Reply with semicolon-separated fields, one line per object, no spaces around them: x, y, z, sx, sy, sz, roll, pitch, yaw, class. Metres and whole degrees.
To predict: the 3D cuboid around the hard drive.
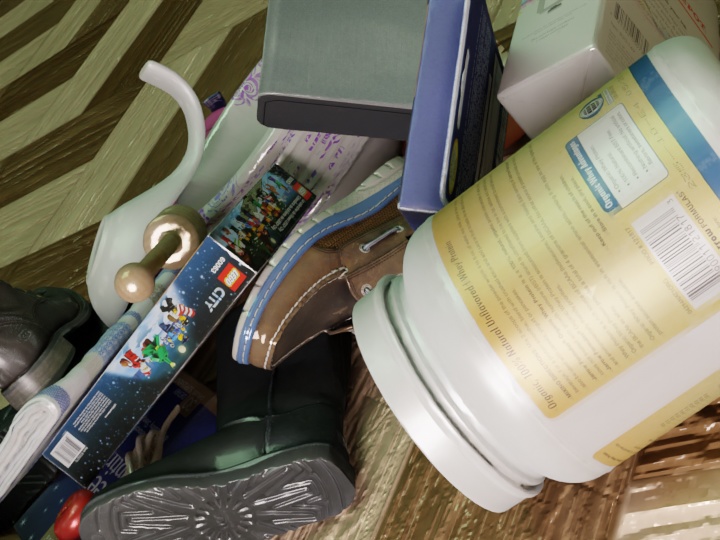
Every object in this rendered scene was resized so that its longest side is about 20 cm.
0.005;-0.171;0.984;0.033;0.139;0.200;98;175;-48;hard drive

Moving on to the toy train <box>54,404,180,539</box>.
-0.166;0.185;0.895;0.116;0.085;0.200;-43;19;38;toy train

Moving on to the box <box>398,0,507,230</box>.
0.054;-0.076;0.798;0.032;0.200;0.121;7;80;11;box

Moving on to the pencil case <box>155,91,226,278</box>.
-0.125;-0.054;1.193;0.094;0.091;0.200;-28;31;40;pencil case

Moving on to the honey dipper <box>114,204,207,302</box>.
-0.125;-0.009;0.870;0.038;0.038;0.200;-41;6;8;honey dipper

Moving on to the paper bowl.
-0.045;-0.087;1.072;0.201;0.104;0.201;-47;20;23;paper bowl

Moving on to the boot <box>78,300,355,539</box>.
-0.084;0.087;0.891;0.164;0.066;0.200;-12;34;4;boot

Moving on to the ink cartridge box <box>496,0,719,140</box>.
0.153;-0.131;0.844;0.067;0.117;0.200;-25;29;34;ink cartridge box

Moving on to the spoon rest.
-0.159;-0.053;1.078;0.099;0.060;0.201;168;115;-73;spoon rest

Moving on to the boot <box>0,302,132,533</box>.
-0.247;0.113;1.135;0.200;0.076;0.168;-36;14;44;boot

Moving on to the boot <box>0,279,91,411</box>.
-0.283;0.005;1.035;0.069;0.174;0.200;-43;17;5;boot

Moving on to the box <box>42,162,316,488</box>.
-0.115;0.034;0.920;0.200;0.038;0.137;-50;3;26;box

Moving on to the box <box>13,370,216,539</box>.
-0.177;0.156;1.005;0.200;0.032;0.121;-50;25;-10;box

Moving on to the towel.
-0.186;0.071;0.955;0.147;0.024;0.200;-48;4;39;towel

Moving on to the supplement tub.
0.111;0.005;0.655;0.200;0.145;0.145;-37;25;15;supplement tub

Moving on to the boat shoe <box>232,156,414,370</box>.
0.000;0.000;0.886;0.200;0.072;0.072;-46;-19;-37;boat shoe

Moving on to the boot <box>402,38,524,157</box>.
0.063;-0.131;1.045;0.107;0.075;0.200;-44;25;12;boot
